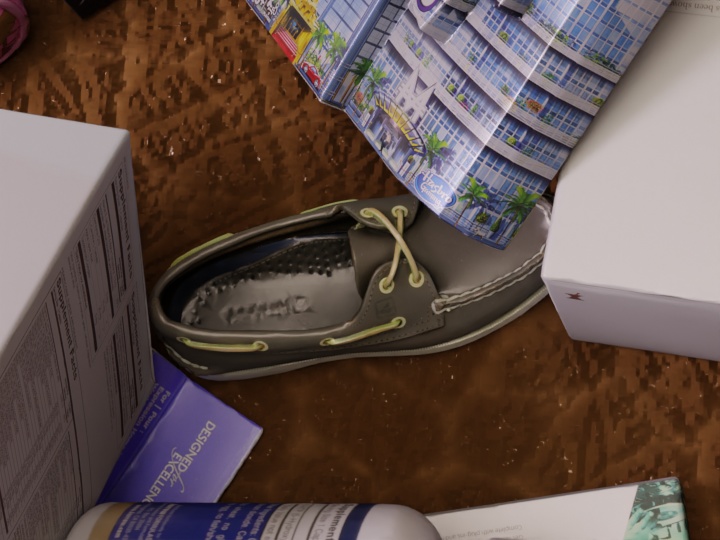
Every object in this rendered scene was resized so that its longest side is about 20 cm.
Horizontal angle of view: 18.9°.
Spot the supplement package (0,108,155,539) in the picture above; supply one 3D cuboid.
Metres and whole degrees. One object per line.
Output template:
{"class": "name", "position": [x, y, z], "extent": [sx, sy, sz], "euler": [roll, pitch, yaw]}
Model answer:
{"class": "supplement package", "position": [-0.190, 0.048, 0.886], "extent": [0.150, 0.152, 0.201], "euler": [10, 43, 12]}

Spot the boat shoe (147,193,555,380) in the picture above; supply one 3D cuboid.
{"class": "boat shoe", "position": [0.001, 0.003, 0.990], "extent": [0.200, 0.060, 0.073], "euler": [-15, 72, 8]}

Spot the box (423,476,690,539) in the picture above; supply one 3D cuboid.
{"class": "box", "position": [0.084, 0.200, 0.941], "extent": [0.143, 0.036, 0.202], "euler": [-10, 76, 10]}

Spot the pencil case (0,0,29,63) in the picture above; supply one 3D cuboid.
{"class": "pencil case", "position": [-0.237, -0.183, 1.071], "extent": [0.086, 0.083, 0.201], "euler": [-29, 74, -2]}

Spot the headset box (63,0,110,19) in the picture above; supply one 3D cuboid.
{"class": "headset box", "position": [-0.099, -0.245, 1.061], "extent": [0.199, 0.077, 0.150], "euler": [-32, 73, 5]}

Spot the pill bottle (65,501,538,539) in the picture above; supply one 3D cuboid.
{"class": "pill bottle", "position": [-0.019, 0.156, 0.895], "extent": [0.198, 0.120, 0.121], "euler": [-1, 77, 14]}

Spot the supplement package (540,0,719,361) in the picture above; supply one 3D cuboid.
{"class": "supplement package", "position": [0.156, -0.069, 0.946], "extent": [0.116, 0.117, 0.202], "euler": [9, 78, 13]}

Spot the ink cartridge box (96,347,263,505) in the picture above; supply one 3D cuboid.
{"class": "ink cartridge box", "position": [-0.180, 0.100, 1.016], "extent": [0.199, 0.043, 0.199], "euler": [32, 85, 15]}

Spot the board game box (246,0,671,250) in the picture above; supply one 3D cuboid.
{"class": "board game box", "position": [0.053, -0.148, 0.931], "extent": [0.201, 0.061, 0.200], "euler": [-58, 37, 18]}
